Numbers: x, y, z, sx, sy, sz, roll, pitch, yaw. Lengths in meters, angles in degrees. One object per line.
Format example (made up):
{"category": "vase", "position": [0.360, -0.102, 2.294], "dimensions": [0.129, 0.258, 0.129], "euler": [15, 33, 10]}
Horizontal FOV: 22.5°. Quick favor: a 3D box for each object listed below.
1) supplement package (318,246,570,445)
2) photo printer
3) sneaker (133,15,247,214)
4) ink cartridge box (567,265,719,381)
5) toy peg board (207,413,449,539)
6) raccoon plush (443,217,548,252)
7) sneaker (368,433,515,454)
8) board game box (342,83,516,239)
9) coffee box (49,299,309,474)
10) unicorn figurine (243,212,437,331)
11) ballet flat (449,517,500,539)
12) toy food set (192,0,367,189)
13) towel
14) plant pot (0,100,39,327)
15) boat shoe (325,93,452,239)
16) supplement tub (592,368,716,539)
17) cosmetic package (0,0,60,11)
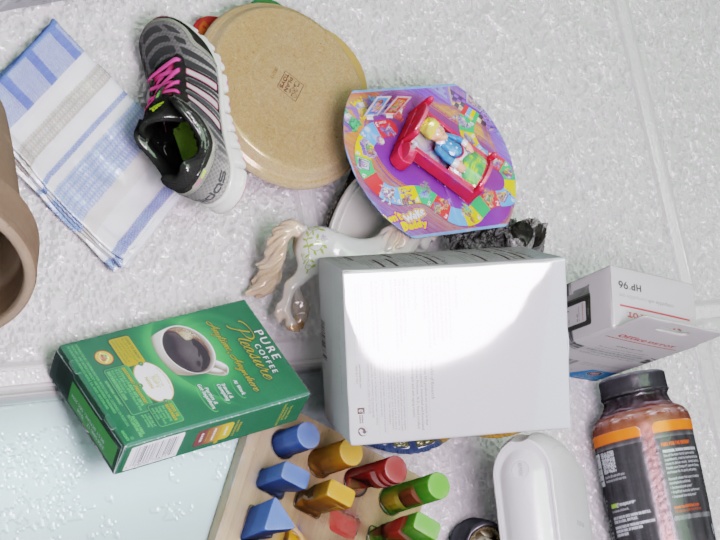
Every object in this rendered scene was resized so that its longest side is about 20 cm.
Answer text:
{"category": "supplement package", "position": [0.072, 0.063, 1.622], "dimensions": [0.198, 0.151, 0.153], "euler": [-3, 95, -9]}
{"category": "photo printer", "position": [0.180, 0.258, 1.742], "dimensions": [0.166, 0.069, 0.202], "euler": [35, 47, -66]}
{"category": "sneaker", "position": [-0.167, -0.149, 1.646], "dimensions": [0.087, 0.073, 0.202], "euler": [10, 57, -55]}
{"category": "ink cartridge box", "position": [0.258, 0.050, 1.825], "dimensions": [0.115, 0.199, 0.069], "euler": [11, 68, -32]}
{"category": "toy peg board", "position": [-0.021, 0.233, 1.631], "dimensions": [0.198, 0.098, 0.201], "euler": [30, 59, -24]}
{"category": "raccoon plush", "position": [0.098, -0.004, 1.813], "dimensions": [0.133, 0.097, 0.201], "euler": [22, 82, 16]}
{"category": "sneaker", "position": [0.069, 0.130, 1.750], "dimensions": [0.198, 0.088, 0.076], "euler": [1, 100, -12]}
{"category": "board game box", "position": [0.079, -0.115, 1.733], "dimensions": [0.199, 0.039, 0.159], "euler": [-8, 70, -37]}
{"category": "coffee box", "position": [-0.155, 0.100, 1.583], "dimensions": [0.199, 0.044, 0.123], "euler": [-15, 54, -38]}
{"category": "unicorn figurine", "position": [0.000, 0.000, 1.710], "dimensions": [0.198, 0.074, 0.139], "euler": [13, 93, -29]}
{"category": "ballet flat", "position": [0.099, 0.324, 1.704], "dimensions": [0.073, 0.073, 0.202], "euler": [28, 60, -25]}
{"category": "toy food set", "position": [-0.080, -0.171, 1.753], "dimensions": [0.197, 0.049, 0.202], "euler": [23, 60, -26]}
{"category": "towel", "position": [-0.246, -0.114, 1.634], "dimensions": [0.200, 0.024, 0.147], "euler": [46, 53, -14]}
{"category": "plant pot", "position": [-0.353, -0.067, 1.459], "dimensions": [0.199, 0.200, 0.176], "euler": [24, 44, -27]}
{"category": "boat shoe", "position": [0.020, -0.093, 1.792], "dimensions": [0.074, 0.060, 0.201], "euler": [41, 70, -29]}
{"category": "supplement tub", "position": [0.298, 0.206, 1.861], "dimensions": [0.106, 0.107, 0.202], "euler": [-1, 76, -35]}
{"category": "cosmetic package", "position": [-0.256, -0.308, 1.663], "dimensions": [0.199, 0.074, 0.103], "euler": [-17, 85, -40]}
